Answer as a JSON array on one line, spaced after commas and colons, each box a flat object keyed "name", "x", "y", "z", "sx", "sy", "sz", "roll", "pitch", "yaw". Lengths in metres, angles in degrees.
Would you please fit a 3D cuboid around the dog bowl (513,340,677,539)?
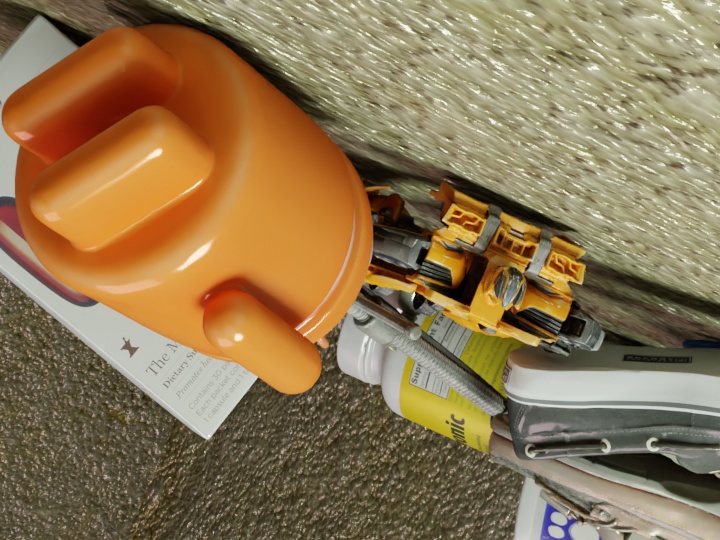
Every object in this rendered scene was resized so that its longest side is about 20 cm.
[{"name": "dog bowl", "x": 0.192, "y": 0.159, "z": 1.199, "sx": 0.078, "sy": 0.202, "sz": 0.200, "roll": 17, "pitch": 175, "yaw": 26}]

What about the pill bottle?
[{"name": "pill bottle", "x": 0.086, "y": 0.079, "z": 1.285, "sx": 0.199, "sy": 0.112, "sz": 0.111, "roll": 22, "pitch": 177, "yaw": 23}]

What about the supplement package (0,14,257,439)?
[{"name": "supplement package", "x": -0.128, "y": -0.022, "z": 0.843, "sx": 0.200, "sy": 0.114, "sz": 0.109, "roll": 40, "pitch": 173, "yaw": -10}]

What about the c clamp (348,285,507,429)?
[{"name": "c clamp", "x": 0.036, "y": 0.050, "z": 0.936, "sx": 0.200, "sy": 0.027, "sz": 0.171, "roll": 37, "pitch": 179, "yaw": -41}]

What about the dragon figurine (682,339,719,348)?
[{"name": "dragon figurine", "x": 0.217, "y": 0.078, "z": 0.959, "sx": 0.099, "sy": 0.059, "sz": 0.199, "roll": 28, "pitch": 170, "yaw": -35}]

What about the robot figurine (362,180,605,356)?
[{"name": "robot figurine", "x": 0.046, "y": -0.006, "z": 0.811, "sx": 0.144, "sy": 0.059, "sz": 0.200, "roll": 23, "pitch": 177, "yaw": -15}]

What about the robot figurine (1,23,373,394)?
[{"name": "robot figurine", "x": -0.066, "y": -0.030, "z": 0.675, "sx": 0.143, "sy": 0.117, "sz": 0.200, "roll": 22, "pitch": 173, "yaw": 29}]

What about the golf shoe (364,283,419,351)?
[{"name": "golf shoe", "x": 0.000, "y": 0.000, "z": 1.106, "sx": 0.097, "sy": 0.079, "sz": 0.200, "roll": 30, "pitch": 174, "yaw": -9}]

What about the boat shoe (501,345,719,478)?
[{"name": "boat shoe", "x": 0.169, "y": 0.073, "z": 0.806, "sx": 0.198, "sy": 0.057, "sz": 0.069, "roll": 3, "pitch": -168, "yaw": 20}]

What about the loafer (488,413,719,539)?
[{"name": "loafer", "x": 0.156, "y": 0.132, "z": 0.859, "sx": 0.198, "sy": 0.064, "sz": 0.072, "roll": 16, "pitch": -171, "yaw": 22}]
